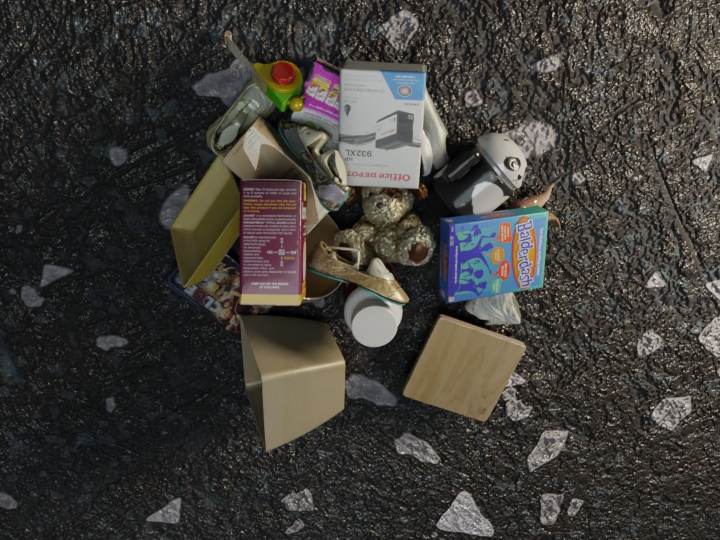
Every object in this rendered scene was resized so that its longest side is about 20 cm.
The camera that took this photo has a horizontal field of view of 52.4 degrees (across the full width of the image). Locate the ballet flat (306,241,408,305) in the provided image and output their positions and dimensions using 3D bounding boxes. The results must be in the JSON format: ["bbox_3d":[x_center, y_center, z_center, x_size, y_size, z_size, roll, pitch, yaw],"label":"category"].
[{"bbox_3d":[0.000,0.000,1.309,0.199,0.071,0.066,20,100,2],"label":"ballet flat"}]

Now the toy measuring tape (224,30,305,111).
[{"bbox_3d":[-0.156,-0.352,1.271,0.074,0.073,0.200,-45,74,18],"label":"toy measuring tape"}]

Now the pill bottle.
[{"bbox_3d":[0.023,0.059,1.412,0.112,0.200,0.114,-1,115,-2],"label":"pill bottle"}]

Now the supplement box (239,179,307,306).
[{"bbox_3d":[-0.142,-0.048,1.213,0.102,0.131,0.202,1,95,0],"label":"supplement box"}]

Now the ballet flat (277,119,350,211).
[{"bbox_3d":[-0.071,-0.196,1.253,0.072,0.072,0.201,-35,70,14],"label":"ballet flat"}]

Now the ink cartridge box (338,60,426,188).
[{"bbox_3d":[0.036,-0.249,1.260,0.144,0.084,0.201,3,115,3],"label":"ink cartridge box"}]

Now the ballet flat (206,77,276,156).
[{"bbox_3d":[-0.206,-0.284,1.321,0.069,0.070,0.200,40,108,-18],"label":"ballet flat"}]

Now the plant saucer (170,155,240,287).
[{"bbox_3d":[-0.271,-0.091,1.351,0.048,0.200,0.200,25,114,-35],"label":"plant saucer"}]

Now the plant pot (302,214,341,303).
[{"bbox_3d":[-0.143,-0.021,1.396,0.200,0.201,0.134,38,142,-17],"label":"plant pot"}]

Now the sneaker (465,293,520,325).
[{"bbox_3d":[0.252,0.052,1.469,0.099,0.078,0.200,-19,131,18],"label":"sneaker"}]

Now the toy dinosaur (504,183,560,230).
[{"bbox_3d":[0.292,-0.093,1.410,0.135,0.086,0.200,30,113,-17],"label":"toy dinosaur"}]

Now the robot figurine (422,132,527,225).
[{"bbox_3d":[0.214,-0.161,1.355,0.200,0.150,0.125,-40,95,16],"label":"robot figurine"}]

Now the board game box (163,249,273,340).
[{"bbox_3d":[-0.278,0.033,1.484,0.200,0.035,0.135,41,108,-18],"label":"board game box"}]

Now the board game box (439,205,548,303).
[{"bbox_3d":[0.243,-0.031,1.342,0.198,0.045,0.153,-9,113,-16],"label":"board game box"}]

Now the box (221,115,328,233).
[{"bbox_3d":[-0.138,-0.169,1.303,0.200,0.078,0.095,40,109,-14],"label":"box"}]

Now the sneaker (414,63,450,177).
[{"bbox_3d":[0.117,-0.277,1.339,0.079,0.074,0.201,-20,114,-18],"label":"sneaker"}]

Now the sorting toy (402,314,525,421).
[{"bbox_3d":[0.214,0.196,1.554,0.197,0.070,0.201,19,113,-10],"label":"sorting toy"}]

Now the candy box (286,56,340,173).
[{"bbox_3d":[-0.065,-0.265,1.336,0.136,0.061,0.201,25,111,-11],"label":"candy box"}]

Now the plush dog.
[{"bbox_3d":[0.055,-0.101,1.383,0.198,0.160,0.173,0,97,21],"label":"plush dog"}]

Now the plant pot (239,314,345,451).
[{"bbox_3d":[-0.133,0.208,1.480,0.176,0.200,0.201,-10,126,-17],"label":"plant pot"}]
